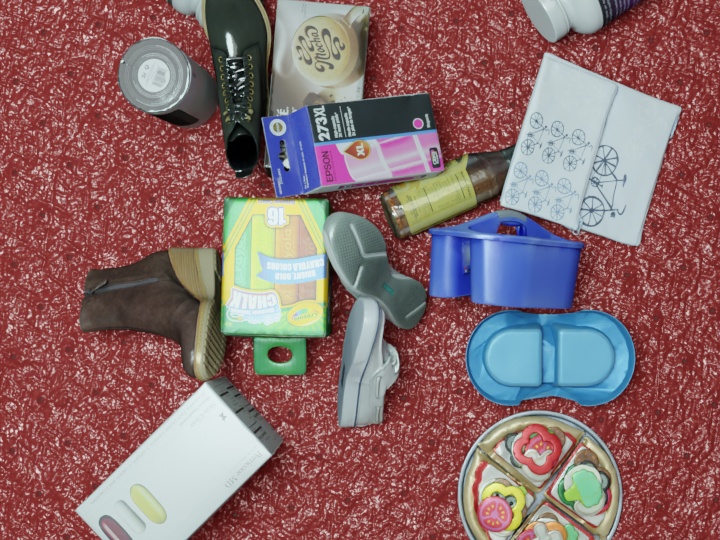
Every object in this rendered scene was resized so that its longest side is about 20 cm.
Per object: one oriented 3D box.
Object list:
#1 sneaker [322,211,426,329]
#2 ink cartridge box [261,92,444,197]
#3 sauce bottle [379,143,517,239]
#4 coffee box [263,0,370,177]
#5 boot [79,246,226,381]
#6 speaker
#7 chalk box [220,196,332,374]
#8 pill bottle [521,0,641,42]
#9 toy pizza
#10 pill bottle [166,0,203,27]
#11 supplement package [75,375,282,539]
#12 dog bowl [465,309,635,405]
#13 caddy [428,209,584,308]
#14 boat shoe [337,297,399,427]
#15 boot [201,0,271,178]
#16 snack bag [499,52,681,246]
[{"bbox_3d":[0.000,0.000,1.226,0.080,0.201,0.071,20,69,40],"label":"sneaker"},{"bbox_3d":[-0.007,-0.143,1.219,0.198,0.037,0.096,-9,83,-16],"label":"ink cartridge box"},{"bbox_3d":[0.123,-0.103,1.285,0.198,0.066,0.067,-24,87,-6],"label":"sauce bottle"},{"bbox_3d":[-0.052,-0.211,1.283,0.112,0.080,0.202,5,87,-1],"label":"coffee box"},{"bbox_3d":[-0.243,0.059,1.245,0.164,0.073,0.201,-12,46,5],"label":"boot"},{"bbox_3d":[-0.215,-0.211,1.228,0.080,0.200,0.082,0,93,1],"label":"speaker"},{"bbox_3d":[-0.094,0.021,1.252,0.123,0.124,0.202,0,87,1],"label":"chalk box"},{"bbox_3d":[0.291,-0.358,1.268,0.199,0.112,0.113,-34,87,-1],"label":"pill bottle"},{"bbox_3d":[0.216,0.270,1.280,0.198,0.032,0.203,0,87,1],"label":"toy pizza"},{"bbox_3d":[-0.212,-0.381,1.278,0.200,0.114,0.114,43,89,3],"label":"pill bottle"},{"bbox_3d":[-0.200,0.232,1.228,0.200,0.156,0.111,-45,88,-2],"label":"supplement package"},{"bbox_3d":[0.222,0.101,1.276,0.198,0.050,0.113,0,92,1],"label":"dog bowl"},{"bbox_3d":[0.166,-0.016,1.221,0.199,0.141,0.106,3,93,-44],"label":"caddy"},{"bbox_3d":[0.014,0.106,1.233,0.065,0.201,0.074,2,48,-8],"label":"boat shoe"},{"bbox_3d":[-0.136,-0.220,1.209,0.077,0.139,0.201,-8,129,5],"label":"boot"},{"bbox_3d":[0.277,-0.137,1.277,0.198,0.021,0.191,18,88,-16],"label":"snack bag"}]
